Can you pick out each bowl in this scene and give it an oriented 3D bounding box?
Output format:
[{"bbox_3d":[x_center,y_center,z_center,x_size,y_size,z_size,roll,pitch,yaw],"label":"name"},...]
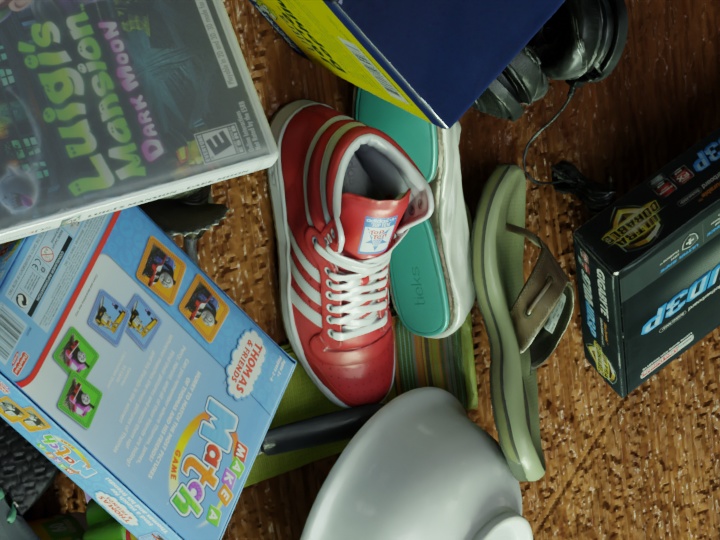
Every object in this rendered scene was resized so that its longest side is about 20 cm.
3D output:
[{"bbox_3d":[0.047,0.183,1.551,0.201,0.090,0.202,-35,136,-43],"label":"bowl"}]

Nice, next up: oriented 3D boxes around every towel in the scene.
[{"bbox_3d":[-0.015,0.079,1.577,0.199,0.018,0.087,-18,113,-21],"label":"towel"}]

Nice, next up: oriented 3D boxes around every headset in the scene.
[{"bbox_3d":[0.118,-0.132,1.532,0.123,0.094,0.201,-25,126,-18],"label":"headset"}]

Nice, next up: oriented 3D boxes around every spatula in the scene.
[{"bbox_3d":[-0.075,0.115,1.528,0.198,0.021,0.057,-17,120,-8],"label":"spatula"}]

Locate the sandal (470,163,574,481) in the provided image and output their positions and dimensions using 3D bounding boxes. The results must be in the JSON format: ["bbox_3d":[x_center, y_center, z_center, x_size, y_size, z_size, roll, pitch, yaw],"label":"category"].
[{"bbox_3d":[0.110,0.032,1.561,0.057,0.080,0.203,-9,81,17],"label":"sandal"}]

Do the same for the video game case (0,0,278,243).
[{"bbox_3d":[-0.161,-0.129,1.367,0.181,0.023,0.201,-17,79,-21],"label":"video game case"}]

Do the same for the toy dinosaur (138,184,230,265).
[{"bbox_3d":[-0.127,-0.085,1.412,0.200,0.077,0.103,41,68,-37],"label":"toy dinosaur"}]

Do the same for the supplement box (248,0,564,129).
[{"bbox_3d":[0.008,-0.175,1.399,0.109,0.200,0.110,-48,121,-6],"label":"supplement box"}]

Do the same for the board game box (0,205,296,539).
[{"bbox_3d":[-0.133,0.051,1.391,0.200,0.036,0.152,45,48,-27],"label":"board game box"}]

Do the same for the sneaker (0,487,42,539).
[{"bbox_3d":[-0.225,0.115,1.358,0.199,0.074,0.088,33,84,-30],"label":"sneaker"}]

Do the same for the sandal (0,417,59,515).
[{"bbox_3d":[-0.202,0.098,1.463,0.200,0.048,0.075,-42,86,-20],"label":"sandal"}]

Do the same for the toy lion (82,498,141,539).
[{"bbox_3d":[-0.097,0.214,1.458,0.068,0.193,0.200,-22,161,16],"label":"toy lion"}]

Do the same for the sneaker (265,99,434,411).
[{"bbox_3d":[0.000,0.000,1.493,0.071,0.112,0.202,-20,109,-24],"label":"sneaker"}]

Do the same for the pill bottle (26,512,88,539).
[{"bbox_3d":[-0.244,0.216,1.448,0.199,0.111,0.112,-11,111,-24],"label":"pill bottle"}]

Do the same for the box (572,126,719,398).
[{"bbox_3d":[0.231,-0.024,1.612,0.199,0.046,0.159,-35,150,-14],"label":"box"}]

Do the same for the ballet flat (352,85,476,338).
[{"bbox_3d":[0.039,-0.057,1.538,0.069,0.069,0.202,-18,113,-21],"label":"ballet flat"}]
